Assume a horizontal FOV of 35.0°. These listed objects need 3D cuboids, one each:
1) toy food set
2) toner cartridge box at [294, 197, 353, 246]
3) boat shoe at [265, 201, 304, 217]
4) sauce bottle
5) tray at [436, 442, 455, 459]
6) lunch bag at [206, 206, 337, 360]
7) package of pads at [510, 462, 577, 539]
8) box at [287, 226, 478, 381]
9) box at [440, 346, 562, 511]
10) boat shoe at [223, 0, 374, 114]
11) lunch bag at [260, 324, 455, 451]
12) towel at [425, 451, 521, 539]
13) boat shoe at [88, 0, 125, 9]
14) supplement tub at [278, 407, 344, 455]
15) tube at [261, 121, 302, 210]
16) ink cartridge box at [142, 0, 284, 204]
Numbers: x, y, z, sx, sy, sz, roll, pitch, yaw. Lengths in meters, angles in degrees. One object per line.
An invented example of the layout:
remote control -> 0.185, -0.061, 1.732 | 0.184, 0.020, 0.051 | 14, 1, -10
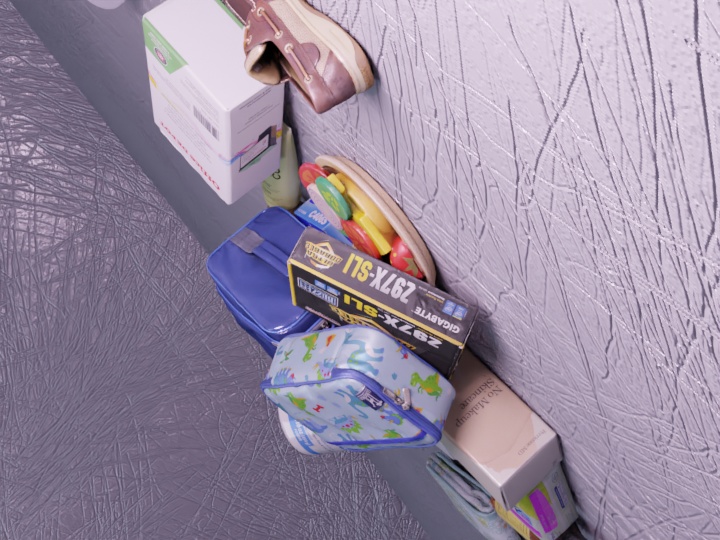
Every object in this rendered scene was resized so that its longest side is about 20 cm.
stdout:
toy food set -> 0.007, -0.043, 1.231 | 0.199, 0.048, 0.200 | 51, 170, -4
toner cartridge box -> 0.000, 0.000, 1.433 | 0.201, 0.043, 0.095 | 56, 167, -28
boat shoe -> -0.056, -0.015, 1.544 | 0.200, 0.071, 0.065 | 49, 169, 4
sauce bottle -> 0.246, 0.336, 1.502 | 0.066, 0.066, 0.200 | 55, 168, -29
tray -> 0.109, 0.239, 1.880 | 0.201, 0.022, 0.107 | 56, 168, -29
lunch bag -> -0.087, 0.026, 1.394 | 0.199, 0.136, 0.133 | 37, 165, 39
package of pads -> 0.173, 0.227, 1.418 | 0.200, 0.068, 0.155 | 42, 167, 39
box -> 0.021, 0.039, 1.210 | 0.198, 0.050, 0.160 | 26, 162, 7
box -> 0.132, 0.168, 1.320 | 0.200, 0.095, 0.078 | 42, 167, 33
boat shoe -> -0.072, -0.193, 0.967 | 0.200, 0.072, 0.072 | 44, 168, 34
lunch bag -> -0.002, 0.136, 1.266 | 0.160, 0.083, 0.199 | 39, 150, -28
towel -> 0.209, 0.417, 2.018 | 0.200, 0.048, 0.172 | 38, 167, 51
boat shoe -> -0.358, -0.426, 1.451 | 0.201, 0.070, 0.070 | 55, -164, -46
supplement tub -> -0.003, 0.180, 1.579 | 0.198, 0.133, 0.133 | -14, 125, 34
tube -> -0.103, -0.140, 1.377 | 0.057, 0.053, 0.201 | 4, 155, 3
ink cartridge box -> -0.158, -0.188, 1.248 | 0.145, 0.084, 0.201 | 47, 159, 15
